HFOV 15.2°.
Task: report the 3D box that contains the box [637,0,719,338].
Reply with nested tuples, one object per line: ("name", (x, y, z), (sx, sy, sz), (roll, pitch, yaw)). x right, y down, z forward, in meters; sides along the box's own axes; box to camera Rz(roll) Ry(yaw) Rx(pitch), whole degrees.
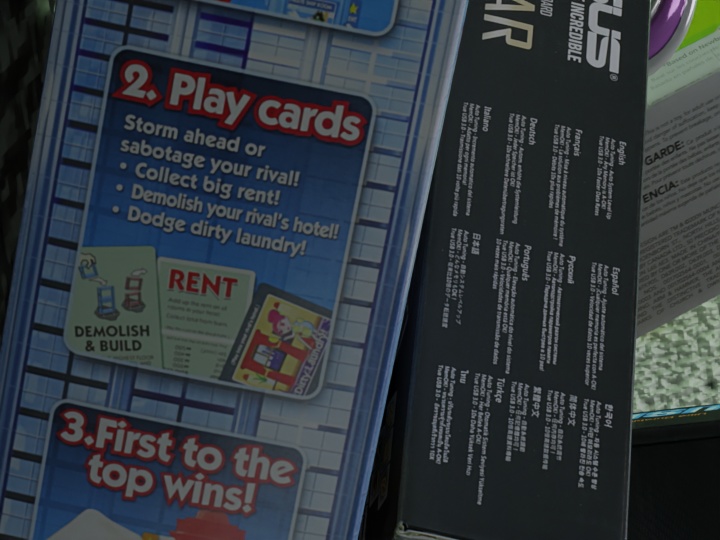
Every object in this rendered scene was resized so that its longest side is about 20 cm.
("box", (0.086, -0.084, 1.016), (0.200, 0.112, 0.102), (57, -9, 47))

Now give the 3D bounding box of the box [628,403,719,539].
("box", (0.090, 0.141, 0.794), (0.050, 0.197, 0.202), (-43, 127, -83))

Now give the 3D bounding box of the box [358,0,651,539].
("box", (0.013, 0.009, 0.578), (0.161, 0.043, 0.201), (117, -17, -54))

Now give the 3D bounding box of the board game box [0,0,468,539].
("board game box", (-0.012, -0.058, 0.452), (0.200, 0.061, 0.201), (-82, -176, -60))

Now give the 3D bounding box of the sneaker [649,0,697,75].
("sneaker", (0.061, -0.150, 0.837), (0.100, 0.074, 0.202), (121, -30, -81))
